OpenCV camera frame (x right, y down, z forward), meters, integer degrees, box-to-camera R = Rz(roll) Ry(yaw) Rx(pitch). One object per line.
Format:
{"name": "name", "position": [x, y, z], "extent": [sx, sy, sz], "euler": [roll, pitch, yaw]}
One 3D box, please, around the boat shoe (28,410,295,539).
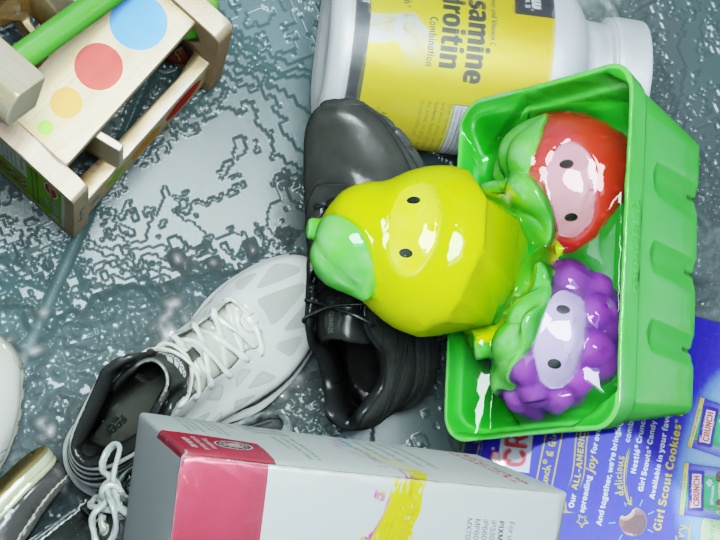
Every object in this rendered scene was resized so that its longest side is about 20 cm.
{"name": "boat shoe", "position": [-0.122, 0.136, 1.067], "extent": [0.198, 0.068, 0.074], "euler": [-20, 42, -5]}

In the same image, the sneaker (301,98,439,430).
{"name": "sneaker", "position": [0.000, 0.000, 1.136], "extent": [0.075, 0.091, 0.202], "euler": [-3, 106, 26]}

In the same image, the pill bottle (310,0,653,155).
{"name": "pill bottle", "position": [0.073, -0.126, 1.189], "extent": [0.198, 0.112, 0.113], "euler": [6, 81, -8]}

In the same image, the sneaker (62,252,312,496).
{"name": "sneaker", "position": [-0.089, 0.058, 1.134], "extent": [0.200, 0.115, 0.076], "euler": [-41, 87, -12]}

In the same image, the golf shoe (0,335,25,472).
{"name": "golf shoe", "position": [-0.259, 0.119, 1.111], "extent": [0.078, 0.097, 0.201], "euler": [32, 77, -1]}

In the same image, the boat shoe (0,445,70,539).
{"name": "boat shoe", "position": [-0.228, 0.195, 1.120], "extent": [0.066, 0.072, 0.201], "euler": [39, 83, -7]}

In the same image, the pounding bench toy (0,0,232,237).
{"name": "pounding bench toy", "position": [-0.158, -0.132, 1.110], "extent": [0.124, 0.200, 0.156], "euler": [42, 79, 0]}

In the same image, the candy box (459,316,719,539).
{"name": "candy box", "position": [0.164, 0.107, 1.187], "extent": [0.198, 0.077, 0.171], "euler": [14, 80, -7]}

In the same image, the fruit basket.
{"name": "fruit basket", "position": [0.082, -0.009, 1.072], "extent": [0.214, 0.155, 0.218], "euler": [8, 78, -41]}

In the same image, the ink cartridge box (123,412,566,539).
{"name": "ink cartridge box", "position": [-0.016, 0.162, 0.987], "extent": [0.198, 0.145, 0.146], "euler": [7, 91, -15]}
